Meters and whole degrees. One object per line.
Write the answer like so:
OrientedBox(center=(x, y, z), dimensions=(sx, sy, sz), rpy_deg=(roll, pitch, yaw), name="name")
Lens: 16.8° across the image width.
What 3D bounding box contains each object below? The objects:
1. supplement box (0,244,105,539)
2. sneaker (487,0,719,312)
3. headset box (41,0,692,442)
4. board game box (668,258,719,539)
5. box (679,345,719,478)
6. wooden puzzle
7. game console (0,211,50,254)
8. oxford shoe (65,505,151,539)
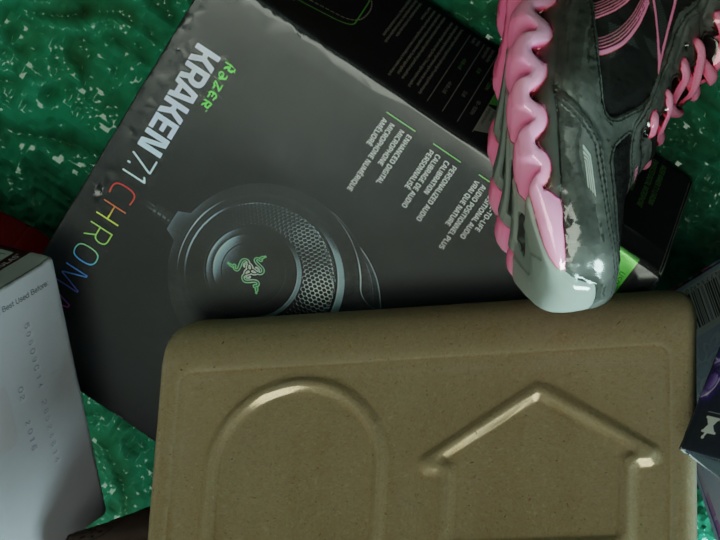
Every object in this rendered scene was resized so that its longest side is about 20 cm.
OrientedBox(center=(-0.193, 0.037, 0.907), dimensions=(0.199, 0.061, 0.109), rpy_deg=(12, 122, 38), name="supplement box")
OrientedBox(center=(0.090, -0.077, 0.797), dimensions=(0.095, 0.201, 0.079), rpy_deg=(6, 152, -2), name="sneaker")
OrientedBox(center=(0.000, 0.000, 0.892), dimensions=(0.200, 0.093, 0.174), rpy_deg=(34, 117, -2), name="headset box")
OrientedBox(center=(0.206, 0.047, 0.805), dimensions=(0.200, 0.200, 0.041), rpy_deg=(-33, 138, 24), name="board game box")
OrientedBox(center=(0.215, 0.024, 0.727), dimensions=(0.200, 0.079, 0.142), rpy_deg=(12, 76, 44), name="box")
OrientedBox(center=(0.020, 0.105, 0.796), dimensions=(0.184, 0.201, 0.046), rpy_deg=(-4, 152, 16), name="wooden puzzle")
OrientedBox(center=(-0.223, 0.027, 1.003), dimensions=(0.199, 0.031, 0.177), rpy_deg=(26, 122, 4), name="game console")
OrientedBox(center=(-0.079, 0.134, 0.940), dimensions=(0.072, 0.071, 0.200), rpy_deg=(3, 152, -2), name="oxford shoe")
